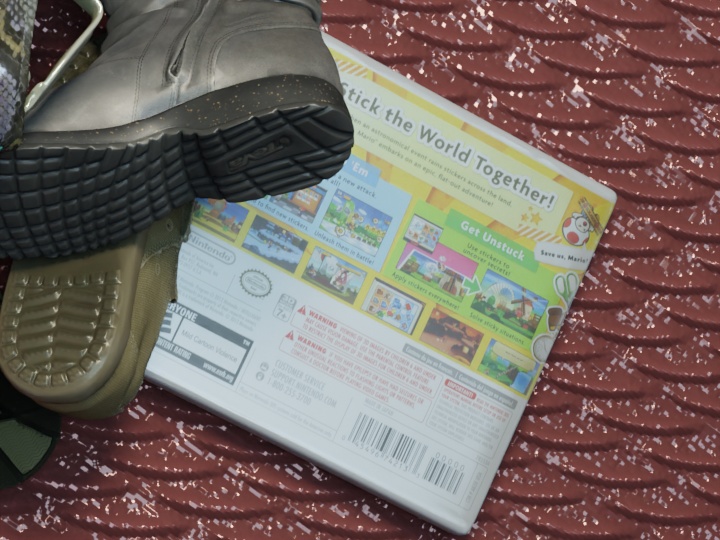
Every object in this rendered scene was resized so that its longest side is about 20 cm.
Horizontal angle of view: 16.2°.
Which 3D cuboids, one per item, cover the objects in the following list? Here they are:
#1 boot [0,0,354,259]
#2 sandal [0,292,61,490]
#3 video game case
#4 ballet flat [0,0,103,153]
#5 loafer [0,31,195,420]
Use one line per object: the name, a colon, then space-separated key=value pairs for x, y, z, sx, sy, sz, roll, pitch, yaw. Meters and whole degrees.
boot: x=-0.105 y=-0.082 z=1.086 sx=0.199 sy=0.070 sz=0.132 roll=-9 pitch=50 yaw=-6
sandal: x=-0.196 y=0.004 z=1.108 sx=0.080 sy=0.057 sz=0.201 roll=-24 pitch=109 yaw=-18
video game case: x=0.000 y=0.000 z=1.183 sx=0.200 sy=0.023 sz=0.182 roll=28 pitch=79 yaw=-13
ballet flat: x=-0.132 y=-0.132 z=1.034 sx=0.072 sy=0.072 sz=0.201 roll=23 pitch=65 yaw=-15
loafer: x=-0.113 y=-0.021 z=1.118 sx=0.076 sy=0.068 sz=0.200 roll=9 pitch=60 yaw=13
